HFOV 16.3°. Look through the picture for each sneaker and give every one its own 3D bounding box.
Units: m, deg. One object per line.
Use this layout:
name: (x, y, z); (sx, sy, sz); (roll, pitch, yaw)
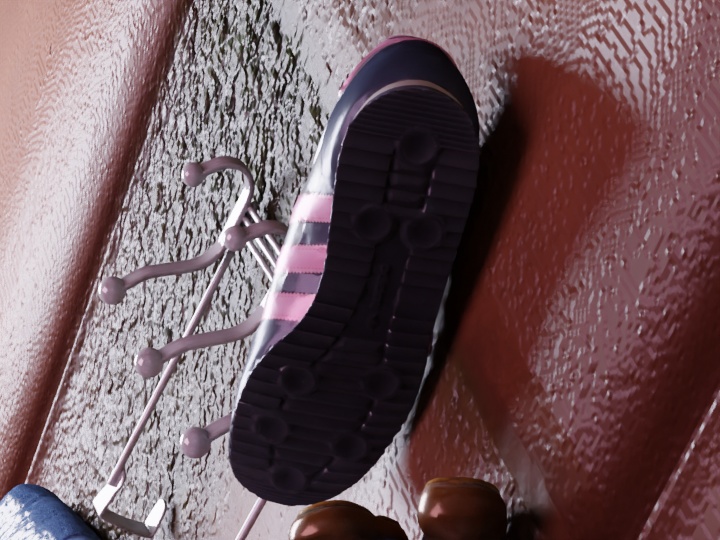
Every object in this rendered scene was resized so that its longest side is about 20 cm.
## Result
sneaker: (0.000, 0.000, 0.992); (0.082, 0.070, 0.200); (-90, 21, -59)

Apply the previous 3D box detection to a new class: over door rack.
over door rack: (-0.076, 0.067, 1.114); (0.148, 0.066, 0.201); (-125, 48, -56)

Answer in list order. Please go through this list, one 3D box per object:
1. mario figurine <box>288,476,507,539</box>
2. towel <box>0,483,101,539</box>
mario figurine: (0.015, 0.170, 0.858); (0.123, 0.106, 0.201); (-40, 47, 52)
towel: (-0.151, 0.185, 1.263); (0.200, 0.048, 0.112); (30, 110, 63)
